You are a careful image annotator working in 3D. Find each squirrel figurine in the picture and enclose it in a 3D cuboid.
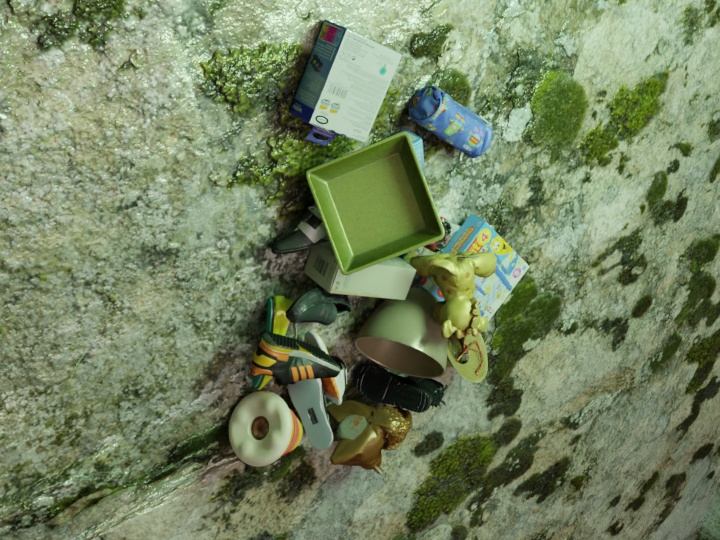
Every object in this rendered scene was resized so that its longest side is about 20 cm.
[{"bbox_3d":[0.031,0.380,1.811,0.198,0.142,0.187,-20,139,3],"label":"squirrel figurine"}]

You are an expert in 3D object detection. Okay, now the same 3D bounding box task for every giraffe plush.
[{"bbox_3d":[0.197,0.050,1.625,0.171,0.200,0.164,-5,94,-8],"label":"giraffe plush"}]

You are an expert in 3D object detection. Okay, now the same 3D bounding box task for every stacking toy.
[{"bbox_3d":[-0.164,0.332,1.674,0.147,0.146,0.200,-55,150,3],"label":"stacking toy"}]

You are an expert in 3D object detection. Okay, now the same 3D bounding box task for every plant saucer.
[{"bbox_3d":[0.028,-0.118,1.456,0.198,0.048,0.202,-21,90,6],"label":"plant saucer"}]

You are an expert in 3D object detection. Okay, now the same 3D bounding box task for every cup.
[{"bbox_3d":[0.103,0.122,1.719,0.200,0.199,0.144,45,57,-44],"label":"cup"}]

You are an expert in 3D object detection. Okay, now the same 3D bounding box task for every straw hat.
[{"bbox_3d":[0.208,0.181,1.884,0.085,0.203,0.200,-23,147,33],"label":"straw hat"}]

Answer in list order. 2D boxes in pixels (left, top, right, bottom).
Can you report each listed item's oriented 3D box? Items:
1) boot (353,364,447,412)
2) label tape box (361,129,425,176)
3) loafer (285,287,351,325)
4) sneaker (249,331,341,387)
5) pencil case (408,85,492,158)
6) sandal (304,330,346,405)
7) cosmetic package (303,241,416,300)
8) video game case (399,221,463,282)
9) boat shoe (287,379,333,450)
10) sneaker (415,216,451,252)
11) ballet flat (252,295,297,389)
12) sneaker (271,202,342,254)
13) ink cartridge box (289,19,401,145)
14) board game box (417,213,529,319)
[{"bbox_3d":[0.095,0.260,1.828,0.162,0.197,0.074,-1,109,-72],"label":"boot"},{"bbox_3d":[0.057,-0.152,1.584,0.143,0.063,0.202,-27,130,-23],"label":"label tape box"},{"bbox_3d":[-0.074,0.071,1.555,0.068,0.071,0.200,-46,168,23],"label":"loafer"},{"bbox_3d":[-0.128,0.185,1.555,0.199,0.070,0.091,25,99,-42],"label":"sneaker"},{"bbox_3d":[0.184,-0.291,1.590,0.087,0.079,0.199,-38,142,28],"label":"pencil case"},{"bbox_3d":[-0.060,0.196,1.688,0.059,0.079,0.208,-35,134,-26],"label":"sandal"},{"bbox_3d":[0.000,0.000,1.603,0.199,0.103,0.074,9,109,-40],"label":"cosmetic package"},{"bbox_3d":[0.169,-0.038,1.773,0.199,0.018,0.144,13,106,-43],"label":"video game case"},{"bbox_3d":[-0.103,0.274,1.705,0.073,0.068,0.201,-21,102,-1],"label":"boat shoe"},{"bbox_3d":[0.114,-0.083,1.580,0.200,0.097,0.072,13,96,-67],"label":"sneaker"},{"bbox_3d":[-0.161,0.144,1.582,0.066,0.067,0.202,6,110,-22],"label":"ballet flat"},{"bbox_3d":[-0.081,-0.091,1.513,0.198,0.074,0.089,-22,95,-11],"label":"sneaker"},{"bbox_3d":[-0.033,-0.310,1.409,0.136,0.076,0.202,12,106,-41],"label":"ink cartridge box"},{"bbox_3d":[0.254,0.011,1.804,0.195,0.056,0.201,37,90,-38],"label":"board game box"}]
